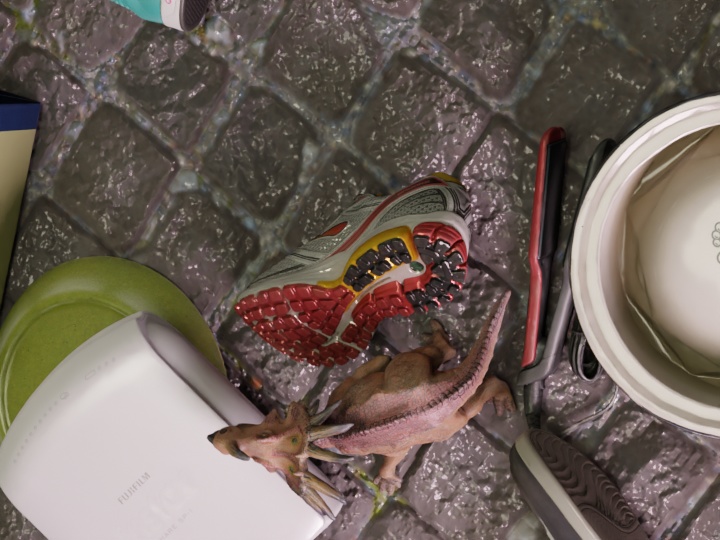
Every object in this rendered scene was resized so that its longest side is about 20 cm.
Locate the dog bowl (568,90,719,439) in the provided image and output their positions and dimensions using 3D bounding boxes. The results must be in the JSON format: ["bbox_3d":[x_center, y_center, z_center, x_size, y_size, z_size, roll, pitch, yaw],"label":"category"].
[{"bbox_3d":[0.226,-0.005,1.242,0.198,0.074,0.202,2,98,16],"label":"dog bowl"}]

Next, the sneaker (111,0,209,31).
[{"bbox_3d":[-0.148,-0.269,1.404,0.120,0.084,0.202,14,102,14],"label":"sneaker"}]

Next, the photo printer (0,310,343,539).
[{"bbox_3d":[-0.134,0.138,1.412,0.200,0.069,0.166,45,107,-4],"label":"photo printer"}]

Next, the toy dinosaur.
[{"bbox_3d":[0.017,0.090,1.330,0.199,0.135,0.086,-31,82,24],"label":"toy dinosaur"}]

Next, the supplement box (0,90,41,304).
[{"bbox_3d":[-0.342,-0.033,1.451,0.133,0.200,0.202,18,102,22],"label":"supplement box"}]

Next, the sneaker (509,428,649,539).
[{"bbox_3d":[0.132,0.203,1.315,0.106,0.075,0.201,-38,84,24],"label":"sneaker"}]

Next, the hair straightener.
[{"bbox_3d":[0.137,0.016,1.317,0.076,0.041,0.202,12,101,24],"label":"hair straightener"}]

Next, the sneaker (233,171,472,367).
[{"bbox_3d":[0.000,0.000,1.370,0.199,0.083,0.078,-23,124,38],"label":"sneaker"}]

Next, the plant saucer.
[{"bbox_3d":[-0.184,0.092,1.483,0.198,0.031,0.202,2,96,25],"label":"plant saucer"}]
